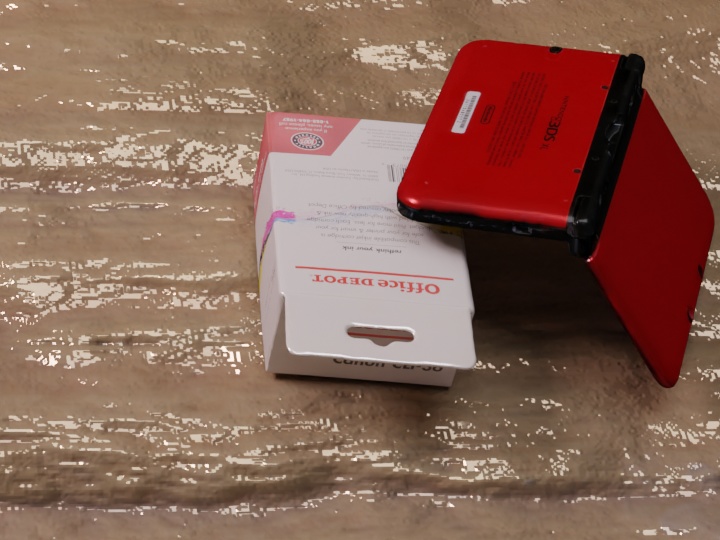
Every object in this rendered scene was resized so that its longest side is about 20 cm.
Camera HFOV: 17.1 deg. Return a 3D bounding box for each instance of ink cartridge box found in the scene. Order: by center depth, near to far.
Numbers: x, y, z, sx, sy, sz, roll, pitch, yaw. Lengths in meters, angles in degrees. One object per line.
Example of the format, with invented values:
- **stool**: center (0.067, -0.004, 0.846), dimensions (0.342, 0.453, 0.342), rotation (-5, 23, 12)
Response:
- **ink cartridge box**: center (0.000, 0.000, 1.411), dimensions (0.116, 0.068, 0.201), rotation (5, 44, -10)

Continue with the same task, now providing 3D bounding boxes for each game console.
- **game console**: center (0.123, -0.038, 1.459), dimensions (0.171, 0.119, 0.200), rotation (7, 35, 12)
